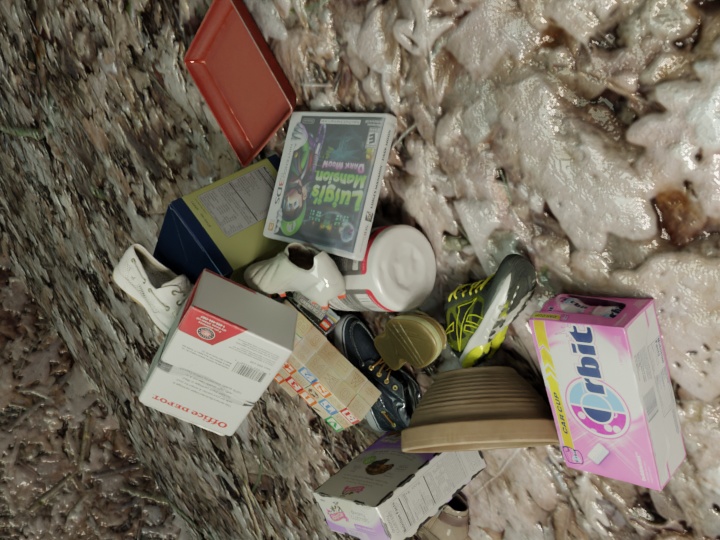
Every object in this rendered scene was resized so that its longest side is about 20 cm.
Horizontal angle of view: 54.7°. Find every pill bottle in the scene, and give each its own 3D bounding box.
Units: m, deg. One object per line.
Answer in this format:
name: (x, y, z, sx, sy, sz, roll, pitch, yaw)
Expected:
pill bottle: (0.000, 0.000, 0.955, 0.199, 0.110, 0.112, -3, 112, 52)

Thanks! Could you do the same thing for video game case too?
video game case: (-0.047, -0.119, 0.923, 0.199, 0.023, 0.184, 15, 92, 46)

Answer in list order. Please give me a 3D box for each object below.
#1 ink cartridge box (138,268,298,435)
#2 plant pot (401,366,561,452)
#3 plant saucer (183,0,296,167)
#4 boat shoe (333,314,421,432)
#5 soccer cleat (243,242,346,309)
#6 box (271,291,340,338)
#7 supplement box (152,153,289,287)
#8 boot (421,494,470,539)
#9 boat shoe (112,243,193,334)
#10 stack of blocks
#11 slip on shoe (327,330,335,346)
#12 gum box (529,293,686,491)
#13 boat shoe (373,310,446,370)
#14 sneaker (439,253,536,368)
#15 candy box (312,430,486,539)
ink cartridge box: (-0.194, 0.117, 0.948, 0.143, 0.084, 0.200, 26, 123, -17)
plant pot: (0.146, 0.172, 0.861, 0.201, 0.199, 0.094, -31, 57, 56)
plant saucer: (-0.177, -0.284, 1.043, 0.201, 0.037, 0.199, 60, 146, 0)
boat shoe: (0.034, 0.155, 1.073, 0.090, 0.071, 0.202, -12, 105, 43)
soccer cleat: (-0.093, -0.003, 0.924, 0.199, 0.069, 0.078, 9, 125, 48)
box: (-0.117, 0.082, 1.110, 0.137, 0.040, 0.200, 41, 147, 6)
supplement box: (-0.196, -0.045, 1.094, 0.135, 0.199, 0.200, 53, 145, 7)
boot: (0.099, 0.372, 1.149, 0.200, 0.070, 0.147, 38, 134, 28)
boat shoe: (-0.275, 0.037, 1.017, 0.199, 0.071, 0.070, 38, 116, 6)
stack of blocks: (-0.077, 0.149, 1.048, 0.200, 0.059, 0.115, 44, 147, -3)
slip on shoe: (-0.071, 0.083, 1.153, 0.199, 0.061, 0.076, 34, 145, 19)
gum box: (0.262, 0.121, 0.744, 0.113, 0.066, 0.202, 1, 115, 50)
boat shoe: (0.074, 0.087, 0.921, 0.073, 0.063, 0.201, 55, 162, 7)
sneaker: (0.141, 0.045, 0.839, 0.085, 0.074, 0.201, 44, 143, 23)
candy box: (0.056, 0.308, 1.028, 0.167, 0.199, 0.072, -13, 104, 55)
